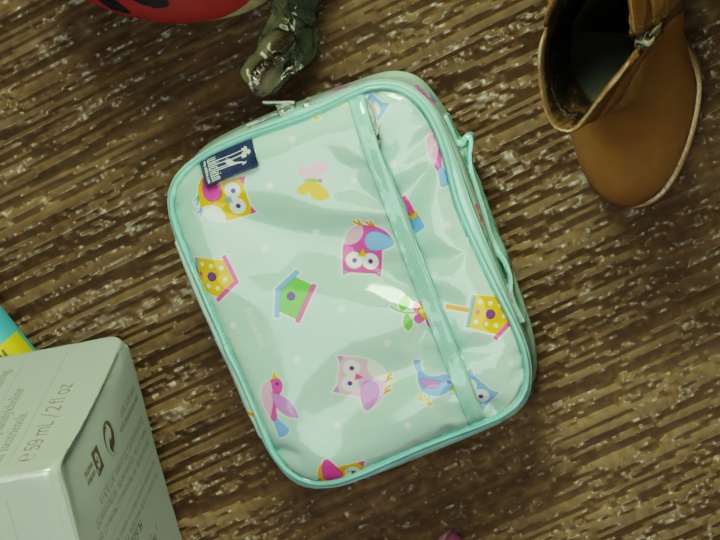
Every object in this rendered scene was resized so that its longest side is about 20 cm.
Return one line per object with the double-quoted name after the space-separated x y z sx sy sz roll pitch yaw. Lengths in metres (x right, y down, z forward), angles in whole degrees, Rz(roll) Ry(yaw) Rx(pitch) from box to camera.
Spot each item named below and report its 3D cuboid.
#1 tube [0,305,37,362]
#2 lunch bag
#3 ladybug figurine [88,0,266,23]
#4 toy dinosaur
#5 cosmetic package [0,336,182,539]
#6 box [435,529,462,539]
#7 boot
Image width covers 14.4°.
-0.230 0.019 1.536 0.077 0.050 0.200 -31 99 25 "tube"
0.000 0.000 1.470 0.160 0.077 0.200 -21 95 13 "lunch bag"
-0.105 -0.181 1.411 0.200 0.072 0.136 -1 116 53 "ladybug figurine"
-0.037 -0.193 1.459 0.088 0.047 0.200 22 106 3 "toy dinosaur"
-0.211 0.154 1.477 0.200 0.167 0.167 -10 110 11 "cosmetic package"
-0.004 0.251 1.464 0.097 0.176 0.200 46 105 0 "box"
0.125 -0.095 1.378 0.077 0.155 0.200 14 120 9 "boot"
